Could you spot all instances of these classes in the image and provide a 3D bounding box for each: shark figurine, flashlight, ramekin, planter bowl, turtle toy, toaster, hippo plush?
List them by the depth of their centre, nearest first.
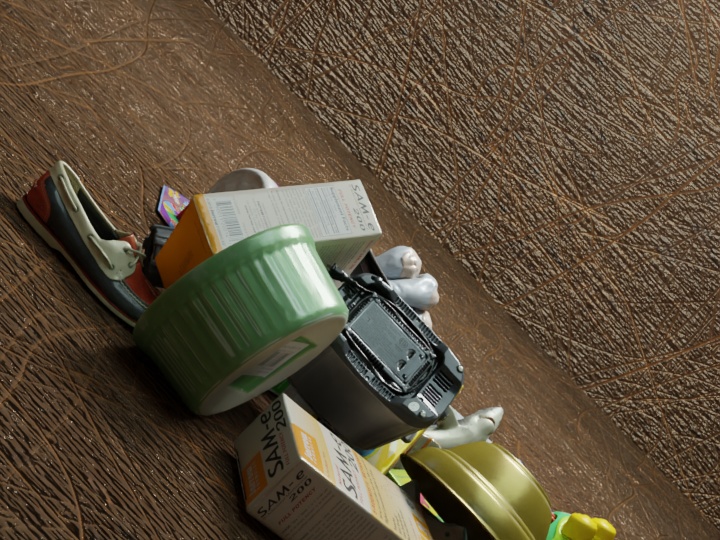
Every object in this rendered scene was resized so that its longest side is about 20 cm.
[{"bbox_3d":[-0.108,0.052,1.439,0.098,0.200,0.200,56,12,13],"label":"ramekin"},{"bbox_3d":[0.137,0.237,1.550,0.200,0.083,0.200,46,-12,13],"label":"planter bowl"},{"bbox_3d":[0.001,0.096,1.577,0.200,0.129,0.114,45,49,-4],"label":"toaster"},{"bbox_3d":[-0.138,0.001,1.640,0.200,0.068,0.068,13,19,-19],"label":"flashlight"},{"bbox_3d":[0.219,0.346,1.821,0.101,0.146,0.200,29,1,31],"label":"turtle toy"},{"bbox_3d":[0.070,0.204,1.964,0.214,0.128,0.089,23,-7,-21],"label":"shark figurine"},{"bbox_3d":[0.022,0.042,2.087,0.200,0.159,0.161,45,9,-7],"label":"hippo plush"}]

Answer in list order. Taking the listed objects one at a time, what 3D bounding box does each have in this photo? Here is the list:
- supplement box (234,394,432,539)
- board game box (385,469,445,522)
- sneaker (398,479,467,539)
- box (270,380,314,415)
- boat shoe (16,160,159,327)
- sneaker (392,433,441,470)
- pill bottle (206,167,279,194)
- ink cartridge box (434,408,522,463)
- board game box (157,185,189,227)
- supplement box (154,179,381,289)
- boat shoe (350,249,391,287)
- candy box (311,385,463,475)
[{"bbox_3d":[-0.019,0.223,1.415,0.200,0.074,0.126,41,11,-24],"label":"supplement box"},{"bbox_3d":[0.091,0.309,1.646,0.200,0.048,0.102,50,11,20],"label":"board game box"},{"bbox_3d":[0.085,0.303,1.530,0.200,0.088,0.075,51,10,23],"label":"sneaker"},{"bbox_3d":[-0.067,0.074,1.779,0.176,0.097,0.200,37,14,-43],"label":"box"},{"bbox_3d":[-0.252,-0.019,1.489,0.200,0.063,0.071,46,8,0],"label":"boat shoe"},{"bbox_3d":[0.070,0.237,1.803,0.200,0.078,0.077,41,-3,-43],"label":"sneaker"},{"bbox_3d":[-0.105,-0.033,1.889,0.200,0.112,0.112,44,9,-44],"label":"pill bottle"},{"bbox_3d":[0.194,0.297,2.127,0.200,0.041,0.200,39,12,-34],"label":"ink cartridge box"},{"bbox_3d":[-0.188,-0.054,1.942,0.158,0.039,0.200,44,10,-15],"label":"board game box"},{"bbox_3d":[-0.096,-0.026,1.560,0.200,0.126,0.074,-7,63,-32],"label":"supplement box"},{"bbox_3d":[0.000,0.000,1.727,0.057,0.067,0.200,0,-49,40],"label":"boat shoe"},{"bbox_3d":[0.022,0.156,1.661,0.102,0.026,0.200,40,48,8],"label":"candy box"}]
